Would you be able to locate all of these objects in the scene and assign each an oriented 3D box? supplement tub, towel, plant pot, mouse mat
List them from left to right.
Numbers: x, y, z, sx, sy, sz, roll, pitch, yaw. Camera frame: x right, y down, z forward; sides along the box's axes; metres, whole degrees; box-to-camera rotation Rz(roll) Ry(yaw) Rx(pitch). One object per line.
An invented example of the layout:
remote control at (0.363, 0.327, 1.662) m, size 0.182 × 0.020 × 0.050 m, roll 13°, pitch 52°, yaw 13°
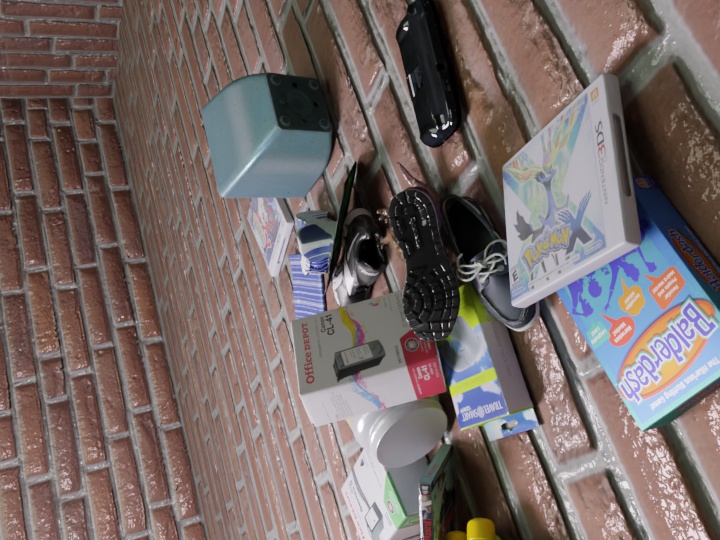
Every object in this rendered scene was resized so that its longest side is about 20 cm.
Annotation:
plant pot at (-0.160, -0.269, 1.303) m, size 0.200 × 0.196 × 0.197 m, roll -33°, pitch 67°, yaw 50°
towel at (-0.113, 0.064, 1.464) m, size 0.145 × 0.024 × 0.201 m, roll 4°, pitch 100°, yaw 62°
mouse mat at (-0.034, -0.076, 1.183) m, size 0.161 × 0.007 × 0.201 m, roll -73°, pitch -6°, yaw -65°
supplement tub at (0.033, 0.191, 1.080) m, size 0.200 × 0.144 × 0.146 m, roll 52°, pitch 140°, yaw 45°

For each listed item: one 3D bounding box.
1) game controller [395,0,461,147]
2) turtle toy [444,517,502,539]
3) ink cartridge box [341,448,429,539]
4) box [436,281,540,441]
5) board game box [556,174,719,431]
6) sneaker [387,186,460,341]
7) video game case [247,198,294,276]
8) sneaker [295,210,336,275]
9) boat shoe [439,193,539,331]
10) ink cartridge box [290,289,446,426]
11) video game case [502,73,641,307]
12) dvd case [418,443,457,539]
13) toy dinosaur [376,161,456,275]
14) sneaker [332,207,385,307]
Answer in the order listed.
game controller at (0.095, -0.278, 0.970) m, size 0.104 × 0.042 × 0.201 m, roll 134°, pitch 125°, yaw -74°
turtle toy at (0.180, 0.406, 0.894) m, size 0.200 × 0.101 × 0.146 m, roll 121°, pitch 160°, yaw -52°
ink cartridge box at (0.051, 0.382, 1.161) m, size 0.146 × 0.084 × 0.200 m, roll 63°, pitch 147°, yaw 34°
box at (0.160, 0.126, 0.927) m, size 0.122 × 0.047 × 0.201 m, roll -44°, pitch 58°, yaw 58°
board game box at (0.279, 0.032, 0.672) m, size 0.201 × 0.045 × 0.152 m, roll 65°, pitch 148°, yaw 30°
sneaker at (0.092, -0.011, 0.895) m, size 0.088 × 0.075 × 0.201 m, roll -40°, pitch -58°, yaw -70°
video game case at (-0.216, -0.119, 1.617) m, size 0.201 × 0.023 × 0.183 m, roll 63°, pitch 147°, yaw 33°
sneaker at (-0.077, -0.038, 1.298) m, size 0.200 × 0.080 × 0.116 m, roll -113°, pitch 14°, yaw -70°
boat shoe at (0.157, -0.015, 0.862) m, size 0.075 × 0.062 × 0.201 m, roll -34°, pitch 59°, yaw 25°
ink cartridge box at (0.009, 0.122, 0.991) m, size 0.148 × 0.199 × 0.086 m, roll -103°, pitch -2°, yaw -46°
video game case at (0.213, -0.076, 0.729) m, size 0.200 × 0.022 × 0.183 m, roll 133°, pitch 141°, yaw -63°
dvd case at (0.116, 0.374, 0.997) m, size 0.022 × 0.146 × 0.201 m, roll -3°, pitch 96°, yaw 20°
toy dinosaur at (0.092, -0.052, 0.976) m, size 0.135 × 0.085 × 0.201 m, roll 11°, pitch 101°, yaw 61°
sneaker at (0.000, 0.000, 1.181) m, size 0.090 × 0.066 × 0.201 m, roll 44°, pitch 132°, yaw 54°
